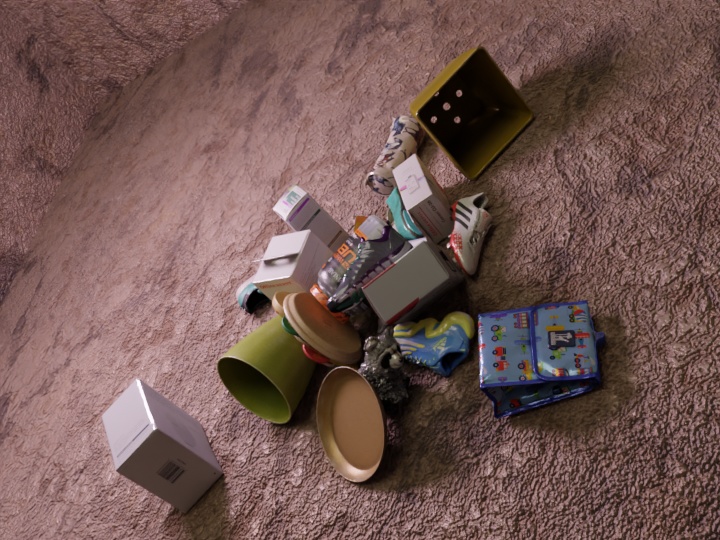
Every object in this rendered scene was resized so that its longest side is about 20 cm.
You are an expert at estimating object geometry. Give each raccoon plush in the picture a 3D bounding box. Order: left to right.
[{"bbox_3d":[0.001,0.178,1.487,0.197,0.136,0.097,-10,15,29],"label":"raccoon plush"}]

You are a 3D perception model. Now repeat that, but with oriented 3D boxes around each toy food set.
[{"bbox_3d":[-0.079,0.119,1.615,0.049,0.198,0.199,-50,38,19],"label":"toy food set"}]

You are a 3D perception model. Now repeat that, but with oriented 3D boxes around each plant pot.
[{"bbox_3d":[-0.163,0.176,1.683,0.185,0.189,0.201,-3,37,44],"label":"plant pot"},{"bbox_3d":[-0.012,0.271,1.452,0.199,0.027,0.204,6,97,51],"label":"plant pot"},{"bbox_3d":[0.218,-0.350,1.784,0.200,0.200,0.176,-45,24,0],"label":"plant pot"}]

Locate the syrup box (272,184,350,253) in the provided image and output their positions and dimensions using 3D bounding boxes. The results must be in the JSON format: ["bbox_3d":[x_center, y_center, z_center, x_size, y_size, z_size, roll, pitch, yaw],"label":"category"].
[{"bbox_3d":[-0.097,-0.096,1.840,0.082,0.200,0.079,-47,34,-4],"label":"syrup box"}]

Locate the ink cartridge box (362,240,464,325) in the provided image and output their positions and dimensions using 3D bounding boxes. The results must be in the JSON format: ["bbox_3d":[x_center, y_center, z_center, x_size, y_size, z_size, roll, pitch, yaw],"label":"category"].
[{"bbox_3d":[0.102,0.025,1.509,0.145,0.200,0.083,-38,80,11],"label":"ink cartridge box"}]

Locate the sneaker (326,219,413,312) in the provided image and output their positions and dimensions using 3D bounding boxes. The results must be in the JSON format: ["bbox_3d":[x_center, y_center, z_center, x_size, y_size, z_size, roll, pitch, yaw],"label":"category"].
[{"bbox_3d":[0.003,-0.006,1.524,0.199,0.075,0.088,-37,77,-14],"label":"sneaker"}]

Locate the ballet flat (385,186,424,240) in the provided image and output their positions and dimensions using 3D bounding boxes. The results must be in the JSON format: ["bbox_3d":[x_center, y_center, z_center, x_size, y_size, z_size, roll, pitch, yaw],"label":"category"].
[{"bbox_3d":[0.094,-0.107,1.780,0.071,0.067,0.201,-48,28,25],"label":"ballet flat"}]

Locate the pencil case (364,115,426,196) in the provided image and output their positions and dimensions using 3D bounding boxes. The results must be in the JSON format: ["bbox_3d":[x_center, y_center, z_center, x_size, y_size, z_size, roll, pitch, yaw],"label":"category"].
[{"bbox_3d":[0.081,-0.272,1.934,0.088,0.078,0.202,13,63,28],"label":"pencil case"}]

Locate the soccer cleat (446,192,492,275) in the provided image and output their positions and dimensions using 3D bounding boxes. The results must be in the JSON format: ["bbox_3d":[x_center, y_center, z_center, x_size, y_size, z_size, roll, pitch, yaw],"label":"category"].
[{"bbox_3d":[0.220,-0.077,1.606,0.084,0.069,0.202,-26,36,27],"label":"soccer cleat"}]

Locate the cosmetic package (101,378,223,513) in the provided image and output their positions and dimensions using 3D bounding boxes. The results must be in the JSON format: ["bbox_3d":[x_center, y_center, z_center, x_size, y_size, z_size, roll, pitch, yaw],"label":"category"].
[{"bbox_3d":[-0.420,0.367,1.717,0.123,0.199,0.200,-44,34,0],"label":"cosmetic package"}]

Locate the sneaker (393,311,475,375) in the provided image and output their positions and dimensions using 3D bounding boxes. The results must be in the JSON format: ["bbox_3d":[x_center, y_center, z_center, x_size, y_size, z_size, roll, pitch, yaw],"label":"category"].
[{"bbox_3d":[0.115,0.145,1.485,0.198,0.076,0.106,-24,41,28],"label":"sneaker"}]

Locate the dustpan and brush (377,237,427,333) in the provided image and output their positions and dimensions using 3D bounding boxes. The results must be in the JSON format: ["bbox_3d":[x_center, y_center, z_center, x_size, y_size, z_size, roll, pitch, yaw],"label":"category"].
[{"bbox_3d":[0.069,0.034,1.676,0.139,0.057,0.201,-12,40,53],"label":"dustpan and brush"}]

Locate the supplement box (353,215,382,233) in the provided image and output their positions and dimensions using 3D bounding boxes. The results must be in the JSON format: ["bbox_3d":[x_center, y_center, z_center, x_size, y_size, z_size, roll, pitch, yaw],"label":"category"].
[{"bbox_3d":[0.005,-0.022,1.759,0.068,0.067,0.202,7,51,1],"label":"supplement box"}]

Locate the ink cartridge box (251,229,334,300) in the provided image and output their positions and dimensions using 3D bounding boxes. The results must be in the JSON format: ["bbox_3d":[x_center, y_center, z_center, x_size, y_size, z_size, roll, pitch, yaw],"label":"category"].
[{"bbox_3d":[-0.125,0.012,1.761,0.127,0.200,0.127,-9,48,40],"label":"ink cartridge box"}]

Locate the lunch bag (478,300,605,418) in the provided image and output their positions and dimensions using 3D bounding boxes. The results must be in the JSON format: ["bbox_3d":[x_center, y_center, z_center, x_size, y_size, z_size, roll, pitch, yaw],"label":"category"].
[{"bbox_3d":[0.296,0.135,1.313,0.197,0.095,0.152,-15,43,20],"label":"lunch bag"}]

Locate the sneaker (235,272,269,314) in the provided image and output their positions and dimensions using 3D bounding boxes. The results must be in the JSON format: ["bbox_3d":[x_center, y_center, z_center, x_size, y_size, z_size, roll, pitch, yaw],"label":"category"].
[{"bbox_3d":[-0.215,0.025,1.967,0.200,0.071,0.080,-47,39,7],"label":"sneaker"}]

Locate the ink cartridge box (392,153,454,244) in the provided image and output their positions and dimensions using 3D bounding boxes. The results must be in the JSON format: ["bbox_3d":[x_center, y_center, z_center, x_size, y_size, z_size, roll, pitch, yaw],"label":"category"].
[{"bbox_3d":[0.140,-0.139,1.707,0.067,0.116,0.201,-33,37,16],"label":"ink cartridge box"}]

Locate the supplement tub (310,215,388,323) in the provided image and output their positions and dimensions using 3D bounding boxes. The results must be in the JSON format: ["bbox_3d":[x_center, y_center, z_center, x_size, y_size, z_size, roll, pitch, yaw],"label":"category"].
[{"bbox_3d":[0.000,0.000,1.615,0.200,0.122,0.122,-47,34,-1],"label":"supplement tub"}]
